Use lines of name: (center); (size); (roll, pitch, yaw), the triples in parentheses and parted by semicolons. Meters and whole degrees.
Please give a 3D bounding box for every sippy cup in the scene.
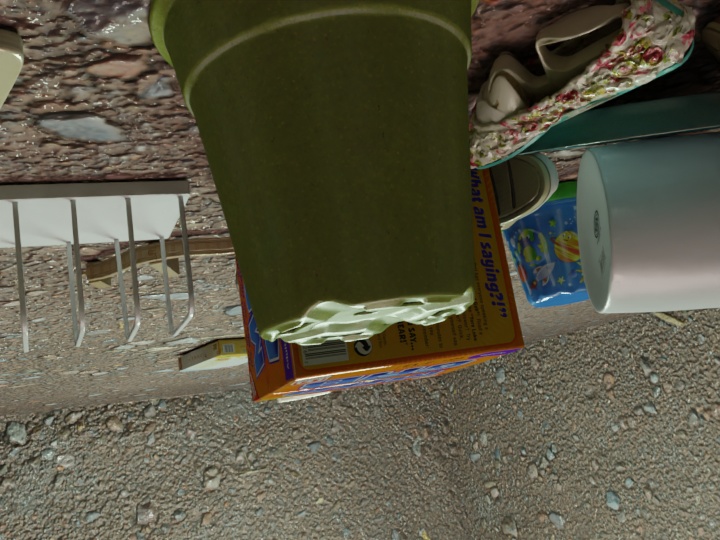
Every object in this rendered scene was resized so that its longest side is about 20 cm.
sippy cup: (0.243, -0.026, 0.969); (0.138, 0.131, 0.178); (-7, 168, -14)

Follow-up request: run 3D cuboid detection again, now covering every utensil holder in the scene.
utensil holder: (0.316, -0.047, 0.735); (0.198, 0.172, 0.170); (-4, 169, 6)

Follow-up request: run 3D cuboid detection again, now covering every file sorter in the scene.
file sorter: (-0.259, 0.002, 0.715); (0.198, 0.126, 0.139); (-5, 168, -23)

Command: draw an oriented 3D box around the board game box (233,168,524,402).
board game box: (0.000, 0.000, 0.722); (0.198, 0.202, 0.200); (-5, 167, -18)

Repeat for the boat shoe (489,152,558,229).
boat shoe: (0.133, -0.077, 0.804); (0.068, 0.075, 0.199); (-9, 177, -32)

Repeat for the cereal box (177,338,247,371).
cereal box: (-0.305, 0.190, 1.776); (0.143, 0.040, 0.199); (1, 165, -40)

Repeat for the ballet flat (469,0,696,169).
ballet flat: (0.132, -0.138, 0.550); (0.064, 0.076, 0.199); (35, 140, -28)

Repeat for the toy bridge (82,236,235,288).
toy bridge: (-0.227, -0.013, 0.905); (0.198, 0.027, 0.067); (-10, 166, 3)

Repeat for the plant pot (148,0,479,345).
plant pot: (-0.010, -0.061, 0.451); (0.198, 0.192, 0.200); (-9, 167, -2)

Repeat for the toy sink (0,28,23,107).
toy sink: (-0.290, -0.061, 0.414); (0.199, 0.113, 0.130); (0, 165, -38)

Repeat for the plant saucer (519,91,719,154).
plant saucer: (0.229, -0.121, 0.648); (0.198, 0.028, 0.200); (-7, -175, 1)

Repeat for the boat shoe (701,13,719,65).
boat shoe: (0.323, -0.159, 0.590); (0.199, 0.072, 0.068); (13, 123, -42)

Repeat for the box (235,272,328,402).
box: (-0.096, 0.071, 1.018); (0.081, 0.069, 0.201); (-13, 123, 4)
